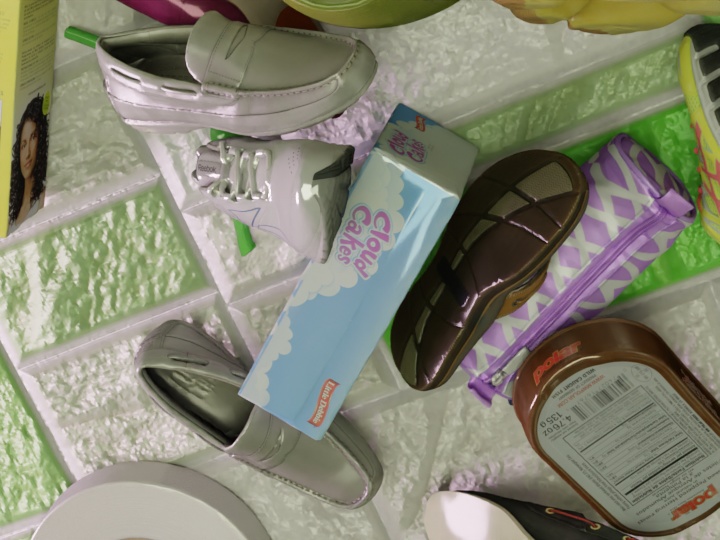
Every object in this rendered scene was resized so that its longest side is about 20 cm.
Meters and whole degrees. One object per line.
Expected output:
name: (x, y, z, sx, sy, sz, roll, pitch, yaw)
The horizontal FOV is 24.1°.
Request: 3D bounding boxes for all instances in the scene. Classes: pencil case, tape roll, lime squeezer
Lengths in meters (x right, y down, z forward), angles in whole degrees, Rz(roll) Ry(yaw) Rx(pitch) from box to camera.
pencil case: (0.135, 0.001, 1.128, 0.084, 0.086, 0.200, 35, 112, -13)
tape roll: (-0.160, 0.243, 1.295, 0.201, 0.037, 0.204, 3, 111, 8)
lime squeezer: (-0.117, -0.106, 1.165, 0.200, 0.038, 0.071, 51, 142, -11)

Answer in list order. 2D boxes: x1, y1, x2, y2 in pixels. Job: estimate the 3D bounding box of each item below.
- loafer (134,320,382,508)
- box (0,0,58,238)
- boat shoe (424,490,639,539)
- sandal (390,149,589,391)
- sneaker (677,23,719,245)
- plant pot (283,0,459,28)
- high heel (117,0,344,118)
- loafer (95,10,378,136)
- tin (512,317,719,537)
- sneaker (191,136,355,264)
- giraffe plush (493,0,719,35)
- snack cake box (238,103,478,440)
loafer: (-0.075, 0.111, 1.204, 0.199, 0.070, 0.070, 31, 112, -3)
box: (-0.243, -0.129, 1.151, 0.050, 0.075, 0.201, 10, 113, 8)
boat shoe: (0.132, 0.203, 1.187, 0.201, 0.063, 0.074, 18, 113, 38)
sandal: (0.088, 0.002, 1.089, 0.054, 0.082, 0.200, 5, 130, -36)
sneaker: (0.244, -0.061, 1.094, 0.090, 0.078, 0.201, -24, 88, 57)
plant pot: (0.001, -0.220, 1.006, 0.186, 0.200, 0.188, 3, 111, 8)
high heel: (-0.097, -0.165, 1.131, 0.200, 0.067, 0.096, 48, 133, -11)
loafer: (-0.083, -0.126, 1.057, 0.199, 0.070, 0.070, -2, 137, 31)
tin: (0.183, 0.111, 1.144, 0.112, 0.042, 0.200, -34, 127, 18)
sneaker: (-0.059, -0.050, 1.061, 0.087, 0.200, 0.075, 16, 86, -15)
giraffe plush: (0.178, -0.235, 1.008, 0.199, 0.172, 0.163, 1, 89, 23)
snack cake box: (0.000, 0.000, 1.133, 0.067, 0.115, 0.201, 30, 112, 0)
